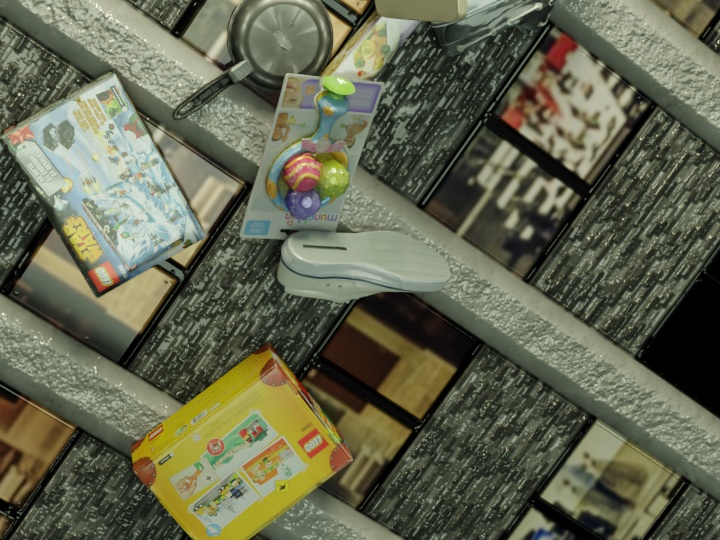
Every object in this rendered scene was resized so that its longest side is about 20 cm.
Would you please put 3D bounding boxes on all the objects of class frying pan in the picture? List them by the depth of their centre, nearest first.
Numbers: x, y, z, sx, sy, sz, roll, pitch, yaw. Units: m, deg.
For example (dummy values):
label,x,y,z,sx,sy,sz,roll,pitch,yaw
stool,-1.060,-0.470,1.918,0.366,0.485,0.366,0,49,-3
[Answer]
label,x,y,z,sx,sy,sz,roll,pitch,yaw
frying pan,-0.118,-0.234,1.628,0.188,0.031,0.116,-16,108,-9

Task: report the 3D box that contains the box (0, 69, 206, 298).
label,x,y,z,sx,sy,sz,roll,pitch,yaw
box,-0.269,-0.090,1.633,0.136,0.040,0.201,-29,110,-3

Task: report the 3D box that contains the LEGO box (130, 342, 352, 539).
label,x,y,z,sx,sy,sz,roll,pitch,yaw
LEGO box,-0.133,0.205,1.730,0.199,0.077,0.149,-36,110,1

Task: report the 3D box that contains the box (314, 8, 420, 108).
label,x,y,z,sx,sy,sz,roll,pitch,yaw
box,-0.015,-0.205,1.648,0.039,0.041,0.200,39,97,-19

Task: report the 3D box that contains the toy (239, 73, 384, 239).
label,x,y,z,sx,sy,sz,roll,pitch,yaw
toy,-0.047,-0.107,1.627,0.114,0.047,0.201,1,122,-27

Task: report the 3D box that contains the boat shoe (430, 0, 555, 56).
label,x,y,z,sx,sy,sz,roll,pitch,yaw
boat shoe,0.172,-0.284,1.645,0.198,0.072,0.068,-23,108,-1

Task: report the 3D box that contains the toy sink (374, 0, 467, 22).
label,x,y,z,sx,sy,sz,roll,pitch,yaw
toy sink,0.090,-0.360,1.559,0.111,0.130,0.202,-18,110,-37

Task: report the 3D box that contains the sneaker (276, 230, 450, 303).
label,x,y,z,sx,sy,sz,roll,pitch,yaw
sneaker,0.000,0.000,1.707,0.198,0.074,0.071,8,138,-20
